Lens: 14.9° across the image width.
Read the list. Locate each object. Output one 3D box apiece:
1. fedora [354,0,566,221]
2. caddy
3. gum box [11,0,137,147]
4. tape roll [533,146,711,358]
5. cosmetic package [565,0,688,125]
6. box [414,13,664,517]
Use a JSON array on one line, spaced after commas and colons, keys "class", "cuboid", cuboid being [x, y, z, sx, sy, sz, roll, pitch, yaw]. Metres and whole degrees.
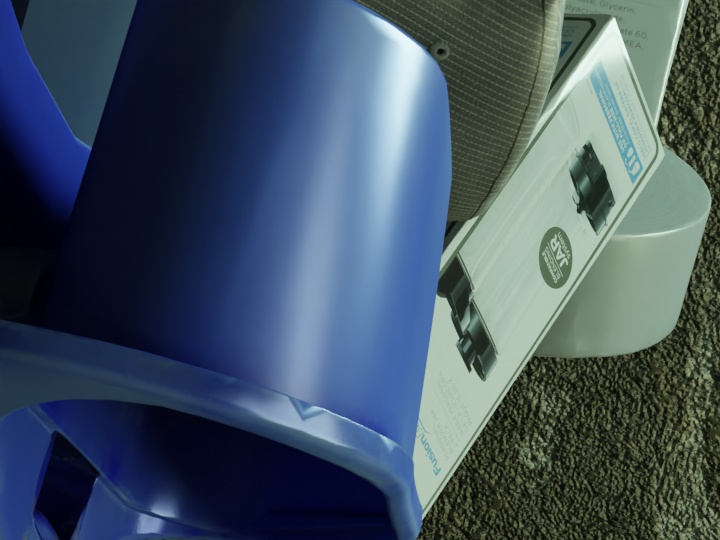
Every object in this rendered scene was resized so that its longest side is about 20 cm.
[{"class": "fedora", "cuboid": [0.019, -0.091, 0.794, 0.177, 0.090, 0.200, -68, 170, -61]}, {"class": "caddy", "cuboid": [-0.055, 0.011, 0.516, 0.200, 0.141, 0.105, 75, 26, -77]}, {"class": "gum box", "cuboid": [-0.055, -0.090, 0.756, 0.200, 0.045, 0.170, 73, 32, -79]}, {"class": "tape roll", "cuboid": [0.066, -0.030, 1.340, 0.200, 0.200, 0.066, -62, 167, -69]}, {"class": "cosmetic package", "cuboid": [0.105, -0.140, 1.643, 0.165, 0.165, 0.200, 40, 64, -85]}, {"class": "box", "cuboid": [0.000, 0.000, 0.879, 0.200, 0.117, 0.060, -53, 134, -34]}]
